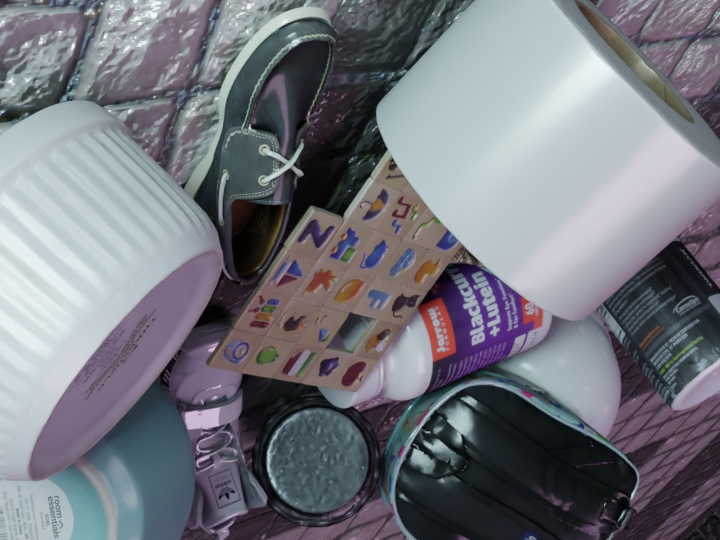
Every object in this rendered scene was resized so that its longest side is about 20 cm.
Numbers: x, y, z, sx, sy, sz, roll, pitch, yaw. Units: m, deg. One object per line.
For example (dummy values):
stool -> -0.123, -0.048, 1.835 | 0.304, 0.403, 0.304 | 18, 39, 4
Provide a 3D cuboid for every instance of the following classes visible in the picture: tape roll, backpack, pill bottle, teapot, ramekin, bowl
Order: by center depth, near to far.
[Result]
ramekin -> -0.164, 0.020, 0.670 | 0.200, 0.105, 0.200 | -51, 173, -9
bowl -> -0.208, 0.149, 0.788 | 0.200, 0.201, 0.105 | -35, -169, 1
tape roll -> 0.128, -0.087, 0.808 | 0.139, 0.203, 0.202 | -45, 153, 22
pill bottle -> 0.055, 0.043, 1.048 | 0.199, 0.112, 0.112 | -20, 151, -28
backpack -> 0.119, 0.183, 1.090 | 0.178, 0.199, 0.151 | -59, -167, 1
pill bottle -> -0.039, 0.168, 1.090 | 0.111, 0.112, 0.200 | -31, 174, -7
pill bottle -> 0.281, 0.025, 1.184 | 0.106, 0.200, 0.106 | -27, 155, -14
teapot -> 0.177, 0.083, 1.226 | 0.146, 0.197, 0.200 | -57, -173, -28

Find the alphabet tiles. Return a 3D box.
alphabet tiles -> 0.000, 0.000, 0.881 | 0.167, 0.008, 0.200 | 17, 113, -51

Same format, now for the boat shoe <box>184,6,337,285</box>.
boat shoe -> -0.055, -0.074, 0.770 | 0.072, 0.068, 0.200 | -11, 144, -37

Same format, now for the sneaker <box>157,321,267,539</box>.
sneaker -> -0.115, 0.132, 0.989 | 0.075, 0.115, 0.200 | -14, 148, -28

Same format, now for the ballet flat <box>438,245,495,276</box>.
ballet flat -> 0.087, -0.034, 0.973 | 0.199, 0.068, 0.076 | 13, 120, -26
